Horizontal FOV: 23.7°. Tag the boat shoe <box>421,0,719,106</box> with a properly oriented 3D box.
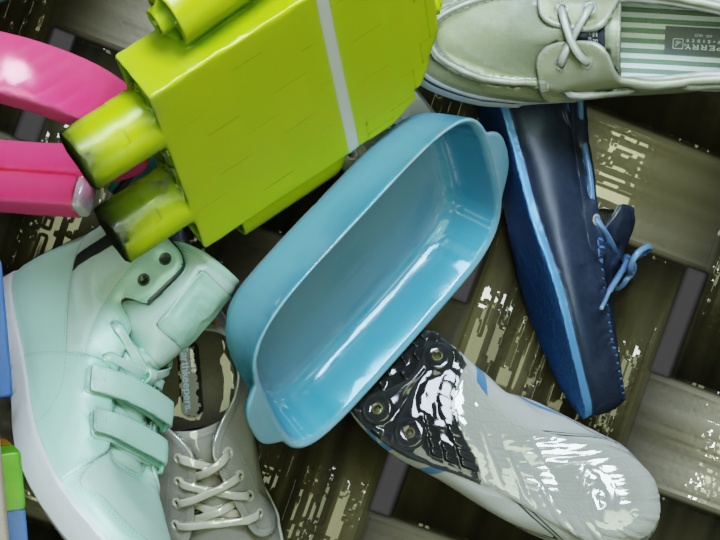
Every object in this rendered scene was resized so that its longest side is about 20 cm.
[{"bbox_3d":[0.117,-0.120,0.857,0.198,0.062,0.073,-2,95,-1],"label":"boat shoe"}]

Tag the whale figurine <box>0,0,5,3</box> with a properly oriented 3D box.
[{"bbox_3d":[-0.164,-0.182,0.834,0.103,0.159,0.201,19,72,7],"label":"whale figurine"}]

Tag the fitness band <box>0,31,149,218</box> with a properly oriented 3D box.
[{"bbox_3d":[-0.197,-0.071,0.821,0.198,0.144,0.038,4,70,13],"label":"fitness band"}]

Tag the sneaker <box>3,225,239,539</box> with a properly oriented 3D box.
[{"bbox_3d":[-0.106,0.051,0.829,0.118,0.074,0.201,-34,55,12],"label":"sneaker"}]

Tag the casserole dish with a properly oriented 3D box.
[{"bbox_3d":[0.000,0.000,0.870,0.039,0.121,0.200,31,69,30],"label":"casserole dish"}]

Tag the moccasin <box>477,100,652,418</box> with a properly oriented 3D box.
[{"bbox_3d":[0.119,-0.024,0.918,0.068,0.080,0.202,-14,95,-11],"label":"moccasin"}]

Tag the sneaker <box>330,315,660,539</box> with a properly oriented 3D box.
[{"bbox_3d":[0.068,0.094,0.927,0.199,0.073,0.072,30,73,7],"label":"sneaker"}]

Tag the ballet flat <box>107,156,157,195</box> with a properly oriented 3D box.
[{"bbox_3d":[-0.062,-0.094,0.859,0.070,0.068,0.201,27,124,-8],"label":"ballet flat"}]

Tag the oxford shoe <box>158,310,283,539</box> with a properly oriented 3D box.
[{"bbox_3d":[-0.082,0.113,0.910,0.074,0.058,0.202,-9,95,-8],"label":"oxford shoe"}]

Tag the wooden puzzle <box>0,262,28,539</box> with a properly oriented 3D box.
[{"bbox_3d":[-0.193,0.066,0.829,0.046,0.200,0.187,-6,93,-23],"label":"wooden puzzle"}]

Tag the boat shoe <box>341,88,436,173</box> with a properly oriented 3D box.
[{"bbox_3d":[-0.039,-0.129,0.898,0.062,0.072,0.200,-41,98,1],"label":"boat shoe"}]

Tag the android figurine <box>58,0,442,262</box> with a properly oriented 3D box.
[{"bbox_3d":[-0.042,-0.087,0.790,0.199,0.183,0.041,-37,61,-12],"label":"android figurine"}]
